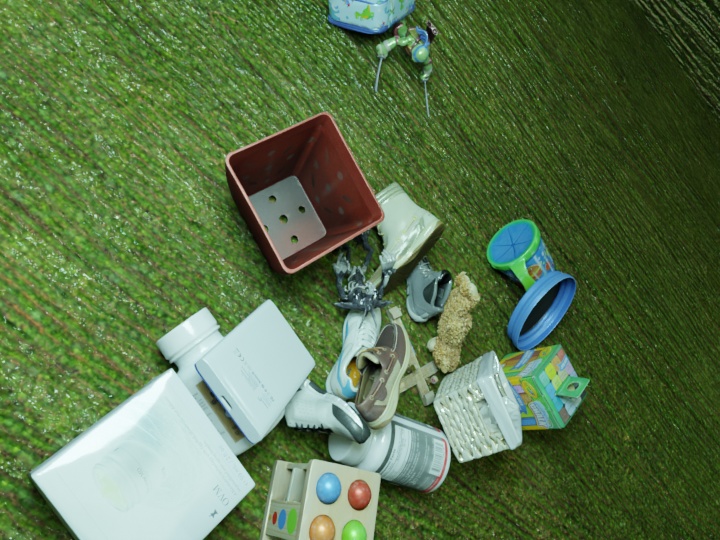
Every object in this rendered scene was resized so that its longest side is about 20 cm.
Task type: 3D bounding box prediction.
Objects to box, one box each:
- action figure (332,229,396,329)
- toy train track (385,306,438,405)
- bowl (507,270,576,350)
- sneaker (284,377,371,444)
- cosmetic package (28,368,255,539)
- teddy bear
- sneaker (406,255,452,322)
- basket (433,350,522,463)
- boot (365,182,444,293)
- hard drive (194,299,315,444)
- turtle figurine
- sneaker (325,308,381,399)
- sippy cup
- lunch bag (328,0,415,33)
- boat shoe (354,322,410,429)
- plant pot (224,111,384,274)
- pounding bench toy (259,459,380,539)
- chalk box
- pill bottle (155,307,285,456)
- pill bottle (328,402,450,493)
[{"bbox_3d":[0.000,0.000,0.986,0.116,0.103,0.203,-4,56,-16],"label":"action figure"},{"bbox_3d":[0.105,0.168,1.071,0.113,0.032,0.204,-19,85,-37],"label":"toy train track"},{"bbox_3d":[0.409,0.090,1.222,0.198,0.204,0.039,-17,43,-37],"label":"bowl"},{"bbox_3d":[-0.067,0.232,0.854,0.080,0.198,0.074,-50,134,-24],"label":"sneaker"},{"bbox_3d":[-0.286,0.278,0.715,0.199,0.122,0.201,-39,97,-35],"label":"cosmetic package"},{"bbox_3d":[0.181,0.100,1.079,0.065,0.203,0.146,12,31,-10],"label":"teddy bear"},{"bbox_3d":[0.139,-0.004,1.101,0.074,0.115,0.205,-3,76,-34],"label":"sneaker"},{"bbox_3d":[0.221,0.253,1.015,0.138,0.122,0.200,66,15,3],"label":"basket"},{"bbox_3d":[0.051,-0.063,1.080,0.155,0.200,0.072,45,4,24],"label":"boot"},{"bbox_3d":[-0.145,0.139,0.792,0.133,0.025,0.200,55,25,-7],"label":"hard drive"},{"bbox_3d":[0.100,-0.504,1.270,0.140,0.202,0.197,0,46,-5],"label":"turtle figurine"},{"bbox_3d":[0.003,0.139,0.983,0.076,0.080,0.203,29,59,-20],"label":"sneaker"},{"bbox_3d":[0.389,-0.028,1.278,0.130,0.138,0.180,41,68,-29],"label":"sippy cup"},{"bbox_3d":[0.025,-0.613,1.216,0.158,0.083,0.201,22,52,20],"label":"lunch bag"},{"bbox_3d":[0.029,0.155,0.884,0.072,0.071,0.202,44,42,-24],"label":"boat shoe"},{"bbox_3d":[-0.111,-0.110,0.917,0.198,0.176,0.203,-30,91,-24],"label":"plant pot"},{"bbox_3d":[-0.063,0.398,0.803,0.122,0.155,0.204,21,64,-26],"label":"pounding bench toy"},{"bbox_3d":[0.376,0.245,1.125,0.124,0.199,0.125,-33,93,-37],"label":"chalk box"},{"bbox_3d":[-0.211,0.164,0.808,0.114,0.114,0.202,-37,96,-36],"label":"pill bottle"},{"bbox_3d":[0.049,0.306,0.937,0.197,0.113,0.116,26,61,-24],"label":"pill bottle"}]
